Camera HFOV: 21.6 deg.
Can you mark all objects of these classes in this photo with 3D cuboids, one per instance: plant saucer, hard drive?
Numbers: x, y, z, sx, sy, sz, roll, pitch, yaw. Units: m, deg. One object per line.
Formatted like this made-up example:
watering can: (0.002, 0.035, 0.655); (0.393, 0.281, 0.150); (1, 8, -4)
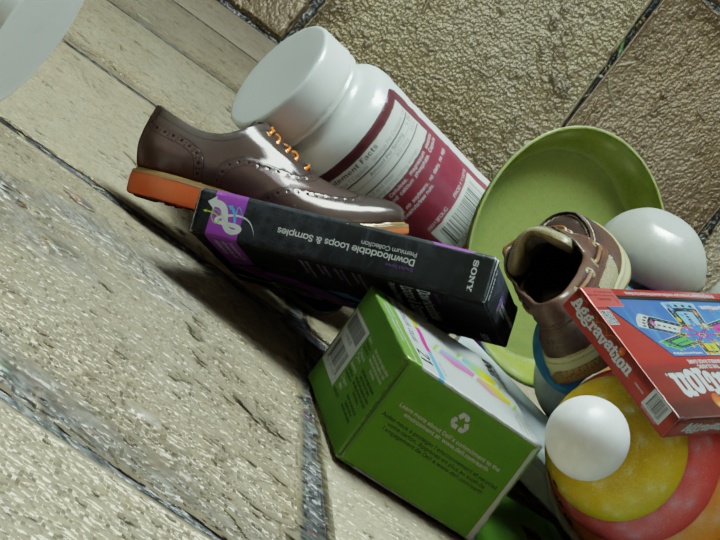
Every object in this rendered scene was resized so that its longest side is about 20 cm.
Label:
plant saucer: (0.149, -0.010, 1.426); (0.200, 0.201, 0.031); (31, -9, -35)
hard drive: (0.128, 0.130, 1.321); (0.200, 0.027, 0.132); (46, 11, 1)

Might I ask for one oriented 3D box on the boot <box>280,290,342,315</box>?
boot: (-0.040, -0.007, 1.444); (0.200, 0.068, 0.131); (29, 23, -40)

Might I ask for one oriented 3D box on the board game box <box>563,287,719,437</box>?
board game box: (0.212, 0.056, 1.173); (0.200, 0.019, 0.103); (3, 47, -52)

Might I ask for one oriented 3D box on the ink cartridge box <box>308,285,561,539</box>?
ink cartridge box: (0.075, 0.110, 1.162); (0.200, 0.076, 0.148); (33, 9, -16)

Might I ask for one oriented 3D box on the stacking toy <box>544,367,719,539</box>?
stacking toy: (0.157, 0.106, 1.146); (0.146, 0.146, 0.200); (41, 5, 27)

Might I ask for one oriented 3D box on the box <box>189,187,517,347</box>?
box: (0.000, 0.000, 1.250); (0.199, 0.036, 0.143); (12, -11, 13)

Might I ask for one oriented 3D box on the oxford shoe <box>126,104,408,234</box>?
oxford shoe: (-0.058, -0.065, 1.317); (0.199, 0.073, 0.071); (13, -1, -10)

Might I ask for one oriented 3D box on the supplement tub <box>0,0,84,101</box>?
supplement tub: (-0.287, -0.212, 1.217); (0.200, 0.145, 0.145); (37, 8, 5)

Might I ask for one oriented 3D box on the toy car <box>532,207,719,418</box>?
toy car: (0.206, 0.069, 1.324); (0.200, 0.175, 0.150); (33, 27, 16)

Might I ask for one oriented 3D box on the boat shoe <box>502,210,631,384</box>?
boat shoe: (0.132, -0.002, 1.247); (0.072, 0.072, 0.200); (56, 19, -20)

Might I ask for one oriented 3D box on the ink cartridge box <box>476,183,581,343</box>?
ink cartridge box: (0.096, 0.002, 1.508); (0.095, 0.200, 0.037); (31, 36, -35)

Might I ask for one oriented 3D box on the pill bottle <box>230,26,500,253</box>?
pill bottle: (0.004, -0.080, 1.410); (0.200, 0.114, 0.114); (44, 4, -26)

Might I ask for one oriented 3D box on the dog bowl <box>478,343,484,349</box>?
dog bowl: (0.104, 0.005, 1.843); (0.200, 0.079, 0.200); (36, 8, -6)
